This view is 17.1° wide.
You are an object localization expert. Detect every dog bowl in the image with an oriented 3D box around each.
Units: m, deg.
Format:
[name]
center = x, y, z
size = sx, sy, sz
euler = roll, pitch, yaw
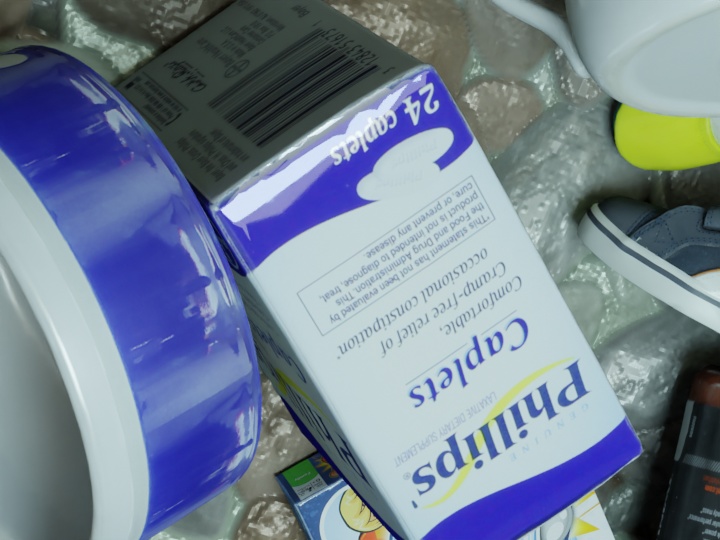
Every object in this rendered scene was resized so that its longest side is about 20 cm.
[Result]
[dog bowl]
center = -0.127, 0.016, 0.948
size = 0.079, 0.200, 0.201
euler = -28, 116, -28

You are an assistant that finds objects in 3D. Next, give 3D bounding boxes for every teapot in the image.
[teapot]
center = 0.167, -0.158, 0.999
size = 0.199, 0.197, 0.147
euler = -3, 74, -21

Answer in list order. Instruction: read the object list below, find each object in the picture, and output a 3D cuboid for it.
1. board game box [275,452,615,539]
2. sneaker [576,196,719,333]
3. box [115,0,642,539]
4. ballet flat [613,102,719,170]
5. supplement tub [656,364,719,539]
[board game box]
center = 0.059, 0.152, 1.157
size = 0.135, 0.034, 0.201
euler = -29, 115, -8
[sneaker]
center = 0.196, 0.003, 1.084
size = 0.080, 0.199, 0.078
euler = -63, 158, 11
[box]
center = 0.000, 0.000, 1.001
size = 0.105, 0.184, 0.201
euler = -34, 115, -7
[ballet flat]
center = 0.212, -0.099, 1.105
size = 0.199, 0.067, 0.067
euler = -27, 122, -9
[supplement tub]
center = 0.189, 0.152, 1.141
size = 0.106, 0.107, 0.201
euler = 14, 89, -23
